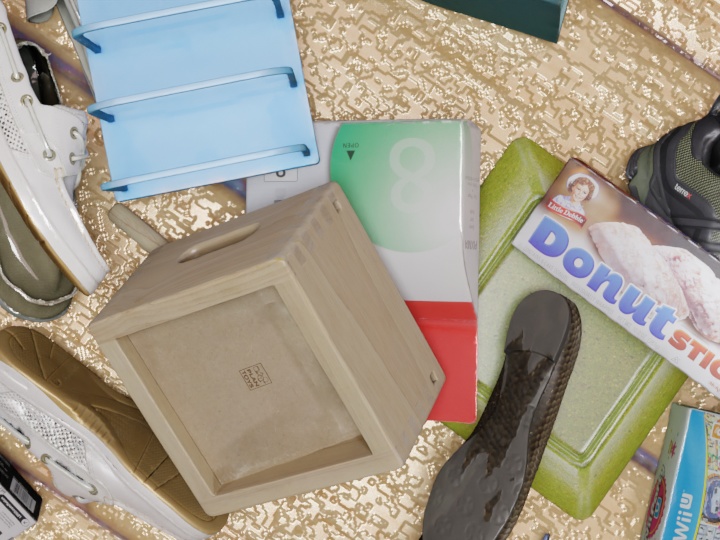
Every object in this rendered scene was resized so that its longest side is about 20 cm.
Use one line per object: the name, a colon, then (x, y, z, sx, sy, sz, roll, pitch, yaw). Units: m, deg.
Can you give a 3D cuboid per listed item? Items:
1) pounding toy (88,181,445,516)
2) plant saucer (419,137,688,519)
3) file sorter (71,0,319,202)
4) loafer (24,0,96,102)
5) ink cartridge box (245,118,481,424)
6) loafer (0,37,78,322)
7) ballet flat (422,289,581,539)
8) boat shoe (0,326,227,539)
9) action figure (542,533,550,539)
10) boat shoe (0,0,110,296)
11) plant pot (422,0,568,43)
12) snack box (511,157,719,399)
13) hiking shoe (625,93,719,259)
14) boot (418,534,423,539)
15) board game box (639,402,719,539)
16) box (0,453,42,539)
pounding toy: (-0.075, 0.037, 1.031, 0.199, 0.142, 0.185, -18, 112, 30)
plant saucer: (0.136, 0.041, 1.091, 0.200, 0.048, 0.200, 35, 89, 0)
file sorter: (-0.111, -0.155, 0.986, 0.138, 0.123, 0.201, -11, 92, -1)
loafer: (-0.202, -0.196, 1.074, 0.070, 0.070, 0.201, -34, 91, -12)
ink cartridge box: (0.000, 0.000, 1.060, 0.160, 0.050, 0.201, 1, 88, 24)
loafer: (-0.228, -0.065, 1.061, 0.075, 0.069, 0.201, -11, 89, -36)
ballet flat: (0.098, 0.109, 1.030, 0.067, 0.046, 0.201, 13, 75, 35)
boat shoe: (-0.180, 0.124, 1.071, 0.200, 0.071, 0.069, 39, 114, 5)
action figure: (0.103, 0.277, 1.053, 0.193, 0.105, 0.201, 20, 84, 24)
boat shoe: (-0.203, -0.082, 1.001, 0.069, 0.071, 0.201, -30, 93, -14)
plant pot: (0.054, -0.256, 1.049, 0.199, 0.141, 0.142, 15, 89, 6)
snack box: (0.198, 0.012, 1.021, 0.200, 0.024, 0.072, 38, 103, 17)
hiking shoe: (0.254, -0.016, 1.041, 0.101, 0.075, 0.201, -41, 68, 41)
boot: (-0.012, 0.205, 1.076, 0.199, 0.066, 0.165, -3, 47, 18)
board game box: (0.299, 0.187, 1.087, 0.199, 0.064, 0.149, 14, 89, 0)
box: (-0.319, 0.120, 1.049, 0.110, 0.035, 0.200, -35, 109, 9)
